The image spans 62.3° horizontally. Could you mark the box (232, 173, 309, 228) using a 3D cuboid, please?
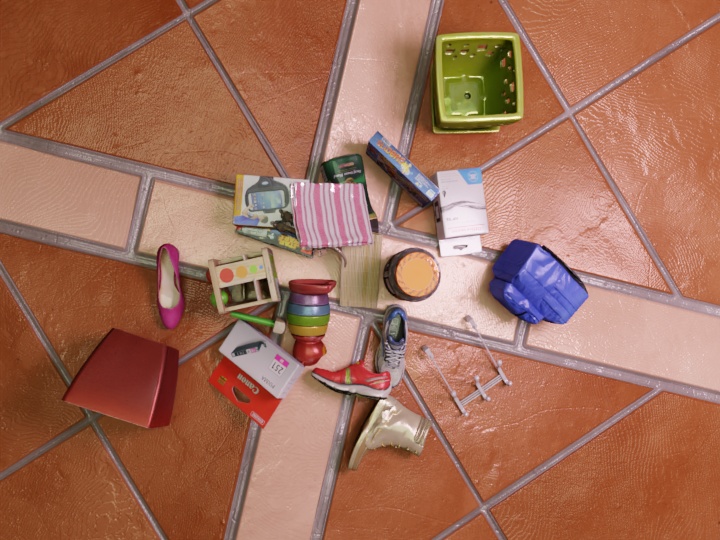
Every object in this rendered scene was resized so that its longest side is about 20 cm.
[{"bbox_3d":[-0.199,-0.159,1.410,0.197,0.041,0.121,4,88,-1],"label":"box"}]

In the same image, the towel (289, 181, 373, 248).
[{"bbox_3d":[-0.060,-0.126,1.321,0.198,0.030,0.149,-4,78,-34],"label":"towel"}]

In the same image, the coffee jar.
[{"bbox_3d":[-0.024,-0.171,1.432,0.103,0.085,0.203,-15,90,-19],"label":"coffee jar"}]

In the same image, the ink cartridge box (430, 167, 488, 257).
[{"bbox_3d":[0.244,-0.141,1.453,0.114,0.067,0.203,-7,89,-9],"label":"ink cartridge box"}]

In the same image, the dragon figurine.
[{"bbox_3d":[-0.110,-0.078,1.370,0.199,0.099,0.059,26,96,-35],"label":"dragon figurine"}]

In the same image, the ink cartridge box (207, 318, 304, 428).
[{"bbox_3d":[-0.256,0.241,1.401,0.199,0.044,0.175,33,87,21],"label":"ink cartridge box"}]

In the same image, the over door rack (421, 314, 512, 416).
[{"bbox_3d":[0.261,0.234,1.449,0.147,0.067,0.201,-32,90,-4],"label":"over door rack"}]

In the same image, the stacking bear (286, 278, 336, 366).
[{"bbox_3d":[-0.120,0.127,1.416,0.112,0.121,0.203,3,96,3],"label":"stacking bear"}]

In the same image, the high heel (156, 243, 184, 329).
[{"bbox_3d":[-0.453,0.039,1.403,0.066,0.096,0.203,6,88,-3],"label":"high heel"}]

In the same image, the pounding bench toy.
[{"bbox_3d":[-0.268,0.063,1.398,0.154,0.124,0.203,-13,89,-3],"label":"pounding bench toy"}]

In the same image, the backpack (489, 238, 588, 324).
[{"bbox_3d":[0.421,0.042,1.420,0.199,0.163,0.169,36,96,-14],"label":"backpack"}]

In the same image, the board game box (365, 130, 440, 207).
[{"bbox_3d":[0.097,-0.236,1.419,0.200,0.135,0.035,43,88,-2],"label":"board game box"}]

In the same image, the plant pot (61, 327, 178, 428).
[{"bbox_3d":[-0.517,0.240,1.358,0.197,0.200,0.178,18,76,-2],"label":"plant pot"}]

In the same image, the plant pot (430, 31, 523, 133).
[{"bbox_3d":[0.261,-0.427,1.408,0.197,0.181,0.202,-2,88,-2],"label":"plant pot"}]

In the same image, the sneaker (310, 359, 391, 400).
[{"bbox_3d":[-0.020,0.254,1.428,0.197,0.077,0.086,10,71,13],"label":"sneaker"}]

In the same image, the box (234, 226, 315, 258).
[{"bbox_3d":[-0.189,-0.125,1.449,0.197,0.040,0.139,19,87,-2],"label":"box"}]

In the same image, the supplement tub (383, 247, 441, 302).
[{"bbox_3d":[0.119,0.011,1.381,0.121,0.200,0.125,0,89,-3],"label":"supplement tub"}]

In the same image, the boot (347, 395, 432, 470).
[{"bbox_3d":[0.070,0.416,1.432,0.154,0.073,0.202,29,82,1],"label":"boot"}]

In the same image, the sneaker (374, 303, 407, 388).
[{"bbox_3d":[0.076,0.183,1.432,0.076,0.085,0.203,3,89,-3],"label":"sneaker"}]

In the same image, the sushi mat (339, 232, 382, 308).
[{"bbox_3d":[0.000,0.000,1.422,0.094,0.012,0.203,2,117,-2],"label":"sushi mat"}]
